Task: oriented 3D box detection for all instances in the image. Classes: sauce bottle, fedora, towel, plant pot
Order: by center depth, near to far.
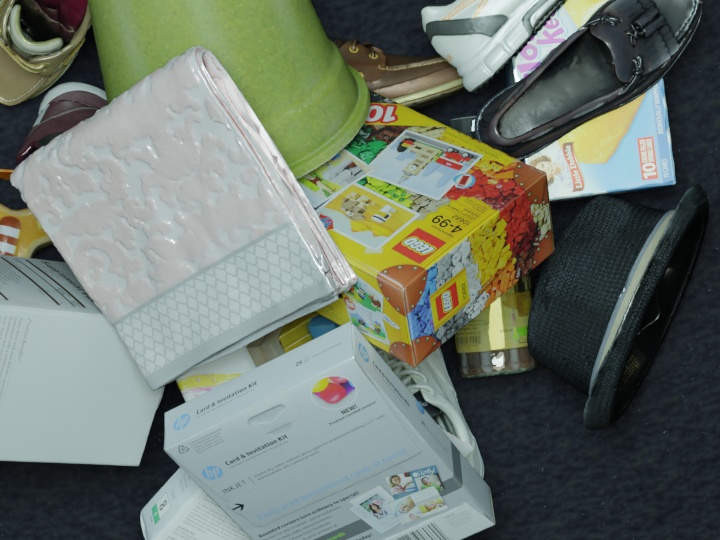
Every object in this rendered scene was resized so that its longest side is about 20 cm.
[{"bbox_3d":[-0.125,-0.030,1.370,0.200,0.032,0.191,-28,98,36],"label":"towel"},{"bbox_3d":[-0.110,-0.175,1.410,0.200,0.200,0.184,-16,122,0],"label":"plant pot"},{"bbox_3d":[0.184,0.015,1.509,0.092,0.201,0.201,23,91,16],"label":"fedora"},{"bbox_3d":[0.097,-0.019,1.553,0.065,0.065,0.200,-6,92,0],"label":"sauce bottle"}]

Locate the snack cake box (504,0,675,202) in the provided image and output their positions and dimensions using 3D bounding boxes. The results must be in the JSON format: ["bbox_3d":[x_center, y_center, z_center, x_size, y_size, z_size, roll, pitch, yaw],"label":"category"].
[{"bbox_3d":[0.169,-0.156,1.551,0.115,0.067,0.200,-8,91,-1],"label":"snack cake box"}]

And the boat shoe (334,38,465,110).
[{"bbox_3d":[-0.004,-0.146,1.548,0.200,0.072,0.068,-13,92,3],"label":"boat shoe"}]

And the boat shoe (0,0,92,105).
[{"bbox_3d":[-0.238,-0.186,1.498,0.074,0.066,0.200,36,132,-5],"label":"boat shoe"}]

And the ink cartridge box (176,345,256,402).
[{"bbox_3d":[-0.088,0.060,1.551,0.117,0.067,0.200,-25,91,1],"label":"ink cartridge box"}]

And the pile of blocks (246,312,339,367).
[{"bbox_3d":[0.000,0.000,1.480,0.200,0.082,0.062,-35,123,-14],"label":"pile of blocks"}]

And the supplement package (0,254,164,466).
[{"bbox_3d":[-0.254,0.062,1.469,0.200,0.120,0.121,8,106,-39],"label":"supplement package"}]

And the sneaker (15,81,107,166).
[{"bbox_3d":[-0.166,-0.065,1.517,0.200,0.116,0.076,17,132,10],"label":"sneaker"}]

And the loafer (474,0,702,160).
[{"bbox_3d":[0.173,-0.147,1.486,0.200,0.063,0.072,-37,91,1],"label":"loafer"}]

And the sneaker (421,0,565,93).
[{"bbox_3d":[0.126,-0.227,1.482,0.080,0.074,0.200,44,91,2],"label":"sneaker"}]

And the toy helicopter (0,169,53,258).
[{"bbox_3d":[-0.269,-0.038,1.558,0.200,0.079,0.132,-17,82,-11],"label":"toy helicopter"}]

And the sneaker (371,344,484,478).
[{"bbox_3d":[0.040,0.088,1.551,0.073,0.071,0.200,-31,91,0],"label":"sneaker"}]

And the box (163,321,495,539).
[{"bbox_3d":[-0.020,0.141,1.426,0.156,0.041,0.200,-27,129,17],"label":"box"}]

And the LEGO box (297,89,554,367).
[{"bbox_3d":[0.013,-0.038,1.421,0.200,0.077,0.149,28,54,36],"label":"LEGO box"}]

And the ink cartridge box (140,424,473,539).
[{"bbox_3d":[-0.041,0.157,1.502,0.161,0.050,0.200,32,107,-32],"label":"ink cartridge box"}]
